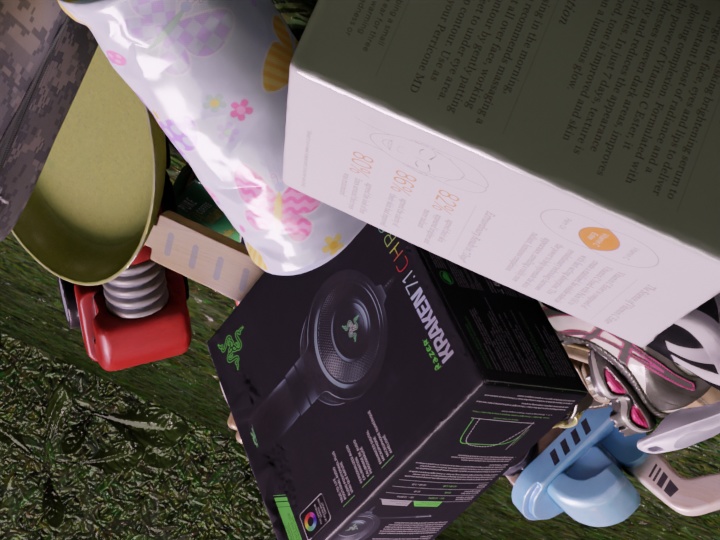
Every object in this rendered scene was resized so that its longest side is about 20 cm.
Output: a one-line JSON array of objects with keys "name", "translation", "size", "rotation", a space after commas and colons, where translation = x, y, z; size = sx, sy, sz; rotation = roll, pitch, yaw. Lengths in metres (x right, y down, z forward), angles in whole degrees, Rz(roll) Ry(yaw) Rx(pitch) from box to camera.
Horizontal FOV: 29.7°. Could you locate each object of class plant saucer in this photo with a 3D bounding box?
[{"name": "plant saucer", "translation": [-0.183, -0.092, 0.857], "size": [0.198, 0.203, 0.031], "rotation": [11, -158, 41]}]

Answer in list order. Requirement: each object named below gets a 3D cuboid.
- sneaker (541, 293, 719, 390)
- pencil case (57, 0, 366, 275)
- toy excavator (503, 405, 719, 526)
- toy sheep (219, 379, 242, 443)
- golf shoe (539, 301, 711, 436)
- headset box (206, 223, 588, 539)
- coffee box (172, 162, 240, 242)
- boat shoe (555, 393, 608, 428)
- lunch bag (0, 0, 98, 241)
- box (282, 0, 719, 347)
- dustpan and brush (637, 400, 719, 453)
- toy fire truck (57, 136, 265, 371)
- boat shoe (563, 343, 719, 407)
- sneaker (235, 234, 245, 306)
[{"name": "sneaker", "translation": [0.174, 0.014, 0.796], "size": [0.111, 0.074, 0.199], "rotation": [11, 162, 47]}, {"name": "pencil case", "translation": [-0.069, -0.089, 0.693], "size": [0.090, 0.084, 0.201], "rotation": [-20, 126, 25]}, {"name": "toy excavator", "translation": [0.233, 0.170, 1.165], "size": [0.200, 0.194, 0.100], "rotation": [48, -179, 33]}, {"name": "toy sheep", "translation": [-0.054, 0.076, 1.088], "size": [0.137, 0.139, 0.200], "rotation": [27, 175, -13]}, {"name": "golf shoe", "translation": [0.158, 0.016, 0.868], "size": [0.087, 0.078, 0.200], "rotation": [-29, 121, 27]}, {"name": "headset box", "translation": [0.009, 0.061, 0.813], "size": [0.092, 0.176, 0.200], "rotation": [10, 134, -41]}, {"name": "coffee box", "translation": [-0.048, -0.030, 1.052], "size": [0.198, 0.044, 0.123], "rotation": [27, 165, -13]}, {"name": "boat shoe", "translation": [0.143, 0.094, 1.070], "size": [0.071, 0.061, 0.201], "rotation": [-17, 158, 33]}, {"name": "lunch bag", "translation": [-0.224, -0.125, 0.688], "size": [0.138, 0.202, 0.168], "rotation": [21, 167, 8]}, {"name": "box", "translation": [0.075, -0.066, 0.601], "size": [0.198, 0.108, 0.152], "rotation": [24, 165, 1]}, {"name": "dustpan and brush", "translation": [0.233, 0.052, 0.720], "size": [0.198, 0.058, 0.139], "rotation": [-21, 139, 38]}, {"name": "toy fire truck", "translation": [-0.143, -0.003, 0.947], "size": [0.200, 0.127, 0.178], "rotation": [-124, 26, -54]}, {"name": "boat shoe", "translation": [0.185, 0.067, 0.978], "size": [0.199, 0.066, 0.072], "rotation": [30, 164, -27]}, {"name": "sneaker", "translation": [0.000, 0.000, 0.927], "size": [0.198, 0.085, 0.075], "rotation": [-7, 142, 30]}]
